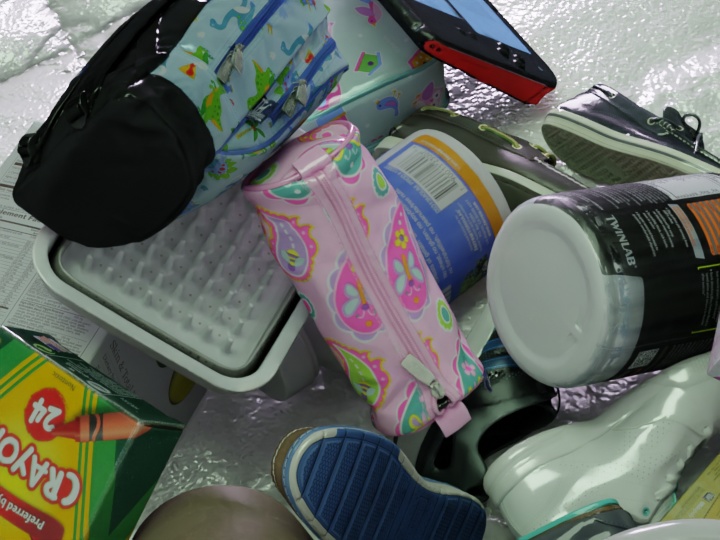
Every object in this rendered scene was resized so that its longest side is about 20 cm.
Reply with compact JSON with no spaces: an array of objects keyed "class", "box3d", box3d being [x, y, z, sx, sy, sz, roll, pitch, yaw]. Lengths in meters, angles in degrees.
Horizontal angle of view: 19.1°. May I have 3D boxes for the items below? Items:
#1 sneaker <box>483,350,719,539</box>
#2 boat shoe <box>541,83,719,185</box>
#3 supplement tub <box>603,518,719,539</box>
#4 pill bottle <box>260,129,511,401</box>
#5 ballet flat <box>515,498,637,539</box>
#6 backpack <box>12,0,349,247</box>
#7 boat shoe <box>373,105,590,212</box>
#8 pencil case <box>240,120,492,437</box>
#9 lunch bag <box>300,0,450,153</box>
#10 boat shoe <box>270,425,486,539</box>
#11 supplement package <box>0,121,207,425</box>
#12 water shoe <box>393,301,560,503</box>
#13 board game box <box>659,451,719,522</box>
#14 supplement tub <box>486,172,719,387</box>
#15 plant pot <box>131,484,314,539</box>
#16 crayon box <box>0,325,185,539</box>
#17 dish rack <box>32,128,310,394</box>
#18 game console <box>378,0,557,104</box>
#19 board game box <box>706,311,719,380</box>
[{"class":"sneaker","box3d":[0.182,0.123,1.356,0.200,0.075,0.089,-27,65,-11]},{"class":"boat shoe","box3d":[0.219,-0.082,1.523,0.200,0.075,0.062,29,65,38]},{"class":"supplement tub","box3d":[0.183,0.253,1.166,0.144,0.145,0.200,-8,52,5]},{"class":"pill bottle","box3d":[0.000,0.000,1.468,0.200,0.112,0.112,-37,51,-20]},{"class":"ballet flat","box3d":[0.077,0.200,1.287,0.200,0.073,0.073,-22,45,14]},{"class":"backpack","box3d":[-0.099,-0.113,1.312,0.154,0.163,0.200,33,52,-18]},{"class":"boat shoe","box3d":[0.104,-0.070,1.536,0.201,0.072,0.061,23,60,32]},{"class":"pencil case","box3d":[0.005,0.008,1.322,0.087,0.200,0.087,-25,18,9]},{"class":"lunch bag","box3d":[-0.037,-0.166,1.652,0.160,0.077,0.200,-28,48,-12]},{"class":"boat shoe","box3d":[-0.003,0.138,1.298,0.072,0.200,0.072,19,79,37]},{"class":"supplement package","box3d":[-0.189,0.031,1.450,0.150,0.152,0.200,13,52,22]},{"class":"water shoe","box3d":[0.104,0.070,1.418,0.079,0.072,0.200,30,69,21]},{"class":"board game box","box3d":[0.284,0.145,1.325,0.135,0.035,0.200,29,59,32]},{"class":"supplement tub","box3d":[0.191,0.002,1.379,0.200,0.123,0.123,-8,39,-36]},{"class":"plant pot","box3d":[-0.077,0.215,1.250,0.200,0.201,0.175,-15,30,-2]},{"class":"crayon box","box3d":[-0.203,0.151,1.282,0.127,0.051,0.200,30,98,30]},{"class":"dish rack","box3d":[-0.102,-0.022,1.368,0.171,0.044,0.200,31,55,-2]},{"class":"game console","box3d":[0.051,-0.208,1.609,0.031,0.177,0.200,-48,55,16]},{"class":"board game box","box3d":[0.322,0.025,1.318,0.200,0.041,0.200,26,47,-5]}]
